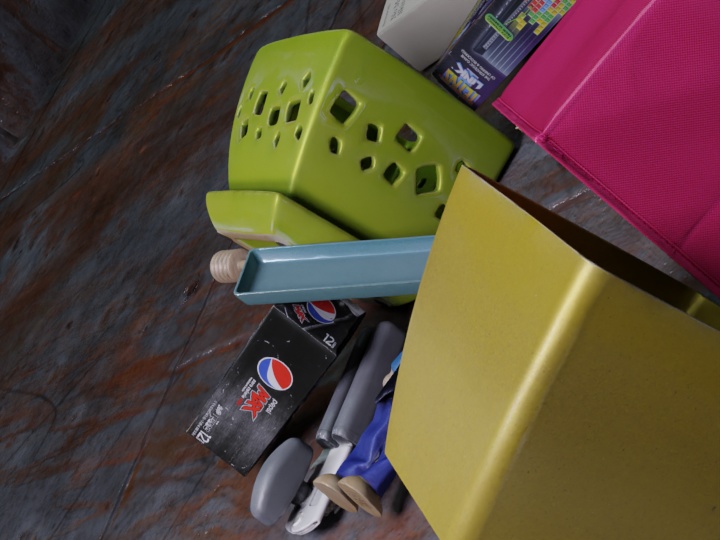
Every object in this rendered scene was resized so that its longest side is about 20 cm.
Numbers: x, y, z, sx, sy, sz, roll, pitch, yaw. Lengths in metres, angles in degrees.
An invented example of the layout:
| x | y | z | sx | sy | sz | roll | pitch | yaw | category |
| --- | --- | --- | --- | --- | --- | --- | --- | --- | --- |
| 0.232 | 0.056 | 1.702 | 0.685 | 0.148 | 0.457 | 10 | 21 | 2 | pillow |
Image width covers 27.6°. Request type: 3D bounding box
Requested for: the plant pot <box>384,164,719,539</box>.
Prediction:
| x | y | z | sx | sy | sz | roll | pitch | yaw | category |
| --- | --- | --- | --- | --- | --- | --- | --- | --- | --- |
| 0.124 | 0.081 | 0.841 | 0.177 | 0.199 | 0.200 | -60 | 23 | 8 | plant pot |

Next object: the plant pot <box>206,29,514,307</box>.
| x | y | z | sx | sy | sz | roll | pitch | yaw | category |
| --- | --- | --- | --- | --- | --- | --- | --- | --- | --- |
| -0.016 | -0.082 | 1.312 | 0.200 | 0.198 | 0.183 | 8 | 70 | 63 | plant pot |

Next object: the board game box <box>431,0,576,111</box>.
| x | y | z | sx | sy | sz | roll | pitch | yaw | category |
| --- | --- | --- | --- | --- | --- | --- | --- | --- | --- |
| 0.154 | -0.251 | 1.299 | 0.165 | 0.057 | 0.200 | -48 | 7 | 37 | board game box |

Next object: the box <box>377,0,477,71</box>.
| x | y | z | sx | sy | sz | roll | pitch | yaw | category |
| --- | --- | --- | --- | --- | --- | --- | --- | --- | --- |
| 0.109 | -0.294 | 1.507 | 0.199 | 0.068 | 0.083 | -30 | 34 | 43 | box |

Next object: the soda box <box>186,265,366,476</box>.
| x | y | z | sx | sy | sz | roll | pitch | yaw | category |
| --- | --- | --- | --- | --- | --- | --- | --- | --- | --- |
| -0.074 | 0.090 | 1.262 | 0.200 | 0.071 | 0.063 | -54 | -1 | 43 | soda box |

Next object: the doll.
| x | y | z | sx | sy | sz | roll | pitch | yaw | category |
| --- | --- | --- | --- | --- | --- | --- | --- | --- | --- |
| 0.045 | 0.095 | 1.133 | 0.201 | 0.048 | 0.136 | -57 | 22 | -21 | doll |

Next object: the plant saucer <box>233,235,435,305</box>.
| x | y | z | sx | sy | sz | roll | pitch | yaw | category |
| --- | --- | --- | --- | --- | --- | --- | --- | --- | --- |
| 0.000 | 0.000 | 1.179 | 0.198 | 0.019 | 0.070 | -3 | 32 | 12 | plant saucer |

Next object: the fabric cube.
| x | y | z | sx | sy | sz | roll | pitch | yaw | category |
| --- | --- | --- | --- | --- | --- | --- | --- | --- | --- |
| 0.220 | -0.102 | 0.840 | 0.200 | 0.199 | 0.196 | -51 | 10 | 7 | fabric cube |

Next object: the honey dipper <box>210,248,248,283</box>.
| x | y | z | sx | sy | sz | roll | pitch | yaw | category |
| --- | --- | --- | --- | --- | --- | --- | --- | --- | --- |
| -0.101 | -0.009 | 1.567 | 0.199 | 0.038 | 0.038 | -5 | 53 | 57 | honey dipper |

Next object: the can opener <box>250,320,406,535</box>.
| x | y | z | sx | sy | sz | roll | pitch | yaw | category |
| --- | --- | --- | --- | --- | --- | --- | --- | --- | --- |
| -0.020 | 0.126 | 1.204 | 0.052 | 0.066 | 0.201 | -19 | 37 | 55 | can opener |
